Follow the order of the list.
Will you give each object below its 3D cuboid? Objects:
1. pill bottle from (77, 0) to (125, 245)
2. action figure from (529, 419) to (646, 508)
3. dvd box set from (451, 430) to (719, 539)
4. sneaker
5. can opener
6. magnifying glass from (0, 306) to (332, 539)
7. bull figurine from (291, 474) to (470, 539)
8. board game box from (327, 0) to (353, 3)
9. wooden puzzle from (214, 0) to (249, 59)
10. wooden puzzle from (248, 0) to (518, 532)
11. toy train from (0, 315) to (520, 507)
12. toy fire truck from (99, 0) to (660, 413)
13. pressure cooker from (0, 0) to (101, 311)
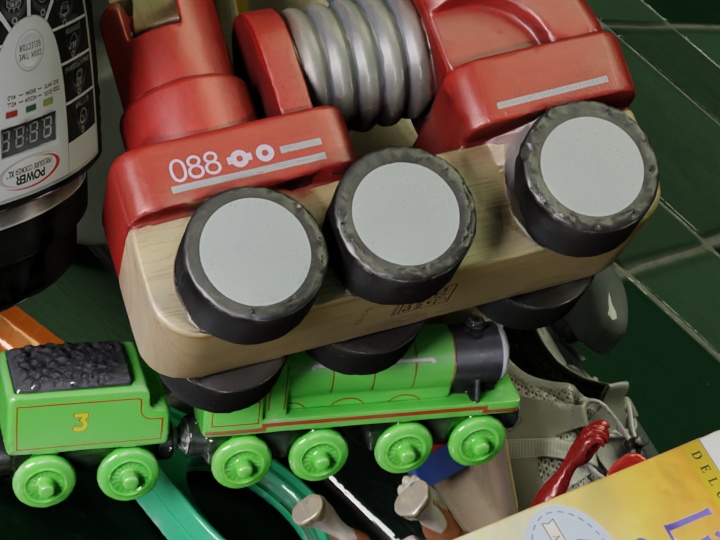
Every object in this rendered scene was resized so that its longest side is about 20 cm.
[{"bbox_3d":[-0.137,-0.110,0.947,0.116,0.117,0.200,15,29,-43],"label":"pill bottle"},{"bbox_3d":[0.105,0.093,0.827,0.065,0.099,0.200,32,-21,2],"label":"action figure"},{"bbox_3d":[0.053,0.142,0.641,0.029,0.199,0.147,78,-11,-50],"label":"dvd box set"},{"bbox_3d":[0.098,0.088,0.950,0.200,0.082,0.075,46,23,22],"label":"sneaker"},{"bbox_3d":[0.117,0.062,1.069,0.052,0.067,0.201,23,30,-34],"label":"can opener"},{"bbox_3d":[-0.086,0.061,0.810,0.200,0.022,0.080,39,21,0],"label":"magnifying glass"},{"bbox_3d":[0.045,0.149,0.747,0.122,0.065,0.200,51,3,-32],"label":"bull figurine"},{"bbox_3d":[0.044,-0.101,1.075,0.036,0.152,0.200,16,-21,34],"label":"board game box"},{"bbox_3d":[-0.083,-0.137,1.029,0.185,0.037,0.201,54,-16,48],"label":"wooden puzzle"},{"bbox_3d":[0.000,0.000,0.895,0.186,0.046,0.201,57,-16,35],"label":"wooden puzzle"},{"bbox_3d":[-0.035,0.046,0.767,0.199,0.057,0.042,-4,34,-17],"label":"toy train"},{"bbox_3d":[-0.014,-0.068,0.744,0.175,0.129,0.201,-14,73,-15],"label":"toy fire truck"},{"bbox_3d":[-0.171,-0.061,0.690,0.175,0.201,0.179,-2,20,-8],"label":"pressure cooker"}]
